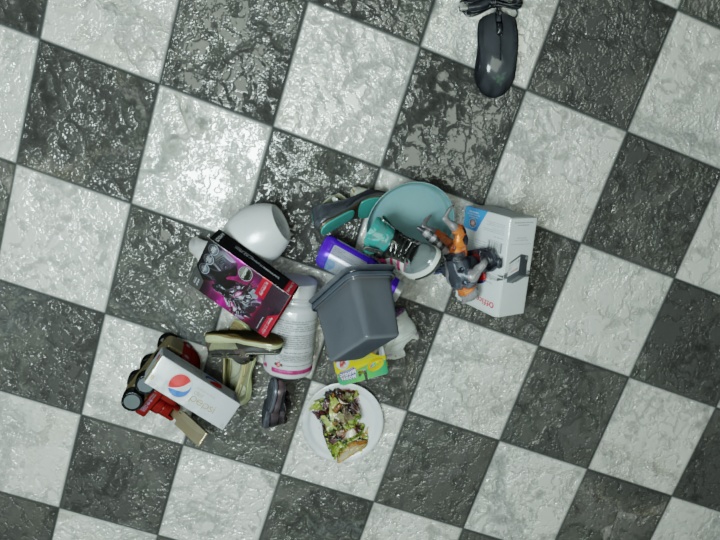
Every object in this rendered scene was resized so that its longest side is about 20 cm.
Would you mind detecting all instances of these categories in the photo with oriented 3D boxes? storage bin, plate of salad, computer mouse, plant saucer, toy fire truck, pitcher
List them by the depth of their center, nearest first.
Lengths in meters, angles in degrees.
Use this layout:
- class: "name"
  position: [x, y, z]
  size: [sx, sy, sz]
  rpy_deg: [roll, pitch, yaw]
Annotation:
- class: "storage bin"
  position: [0.000, 0.091, 1.176]
  size: [0.142, 0.199, 0.139]
  rpy_deg: [-1, 68, -33]
- class: "computer mouse"
  position: [0.271, -0.456, 1.202]
  size: [0.133, 0.053, 0.207]
  rpy_deg: [-7, 104, -2]
- class: "pitcher"
  position: [-0.236, -0.034, 1.249]
  size: [0.196, 0.122, 0.175]
  rpy_deg: [-25, 103, 13]
- class: "plant saucer"
  position: [0.104, -0.099, 1.268]
  size: [0.193, 0.028, 0.206]
  rpy_deg: [-6, 122, -10]
- class: "toy fire truck"
  position: [-0.406, 0.274, 1.323]
  size: [0.199, 0.129, 0.177]
  rpy_deg: [40, 99, -23]
- class: "plate of salad"
  position: [-0.042, 0.363, 1.392]
  size: [0.193, 0.048, 0.207]
  rpy_deg: [-1, 104, -2]

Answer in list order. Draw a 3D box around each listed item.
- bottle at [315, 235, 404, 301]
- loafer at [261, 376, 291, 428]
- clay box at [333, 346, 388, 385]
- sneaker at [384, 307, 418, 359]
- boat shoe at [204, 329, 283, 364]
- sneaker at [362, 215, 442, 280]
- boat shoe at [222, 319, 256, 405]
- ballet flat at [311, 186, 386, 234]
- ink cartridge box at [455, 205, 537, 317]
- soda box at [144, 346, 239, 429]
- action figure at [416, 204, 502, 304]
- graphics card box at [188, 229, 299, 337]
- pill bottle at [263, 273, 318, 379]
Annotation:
- class: "bottle"
  position: [0.000, 0.000, 1.274]
  size: [0.196, 0.084, 0.067]
  rpy_deg: [29, 72, -1]
- class: "loafer"
  position: [-0.180, 0.294, 1.323]
  size: [0.061, 0.074, 0.202]
  rpy_deg: [4, 144, -15]
- class: "clay box"
  position: [-0.011, 0.144, 1.277]
  size: [0.111, 0.048, 0.205]
  rpy_deg: [-14, 63, 2]
- class: "sneaker"
  position: [0.045, 0.179, 1.336]
  size: [0.198, 0.075, 0.100]
  rpy_deg: [-39, 102, 7]
- class: "boat shoe"
  position: [-0.243, 0.164, 1.250]
  size: [0.194, 0.073, 0.067]
  rpy_deg: [3, 99, 31]
- class: "sneaker"
  position: [0.069, -0.052, 1.169]
  size: [0.120, 0.198, 0.085]
  rpy_deg: [36, 77, -27]
- class: "boat shoe"
  position: [-0.279, 0.212, 1.323]
  size: [0.071, 0.063, 0.207]
  rpy_deg: [17, 110, 27]
- class: "ballet flat"
  position: [-0.019, -0.140, 1.246]
  size: [0.196, 0.072, 0.075]
  rpy_deg: [-23, 107, -25]
- class: "ink cartridge box"
  position: [0.283, -0.024, 1.254]
  size: [0.081, 0.144, 0.207]
  rpy_deg: [-4, 106, -30]
- class: "soda box"
  position: [-0.352, 0.248, 1.249]
  size: [0.198, 0.064, 0.069]
  rpy_deg: [38, 87, -20]
- class: "action figure"
  position: [0.181, -0.020, 1.223]
  size: [0.103, 0.198, 0.197]
  rpy_deg: [-32, 95, -32]
- class: "graphics card box"
  position: [-0.235, 0.027, 1.190]
  size: [0.198, 0.051, 0.126]
  rpy_deg: [36, 120, -3]
- class: "pill bottle"
  position: [-0.148, 0.119, 1.292]
  size: [0.109, 0.114, 0.207]
  rpy_deg: [7, 104, -5]
